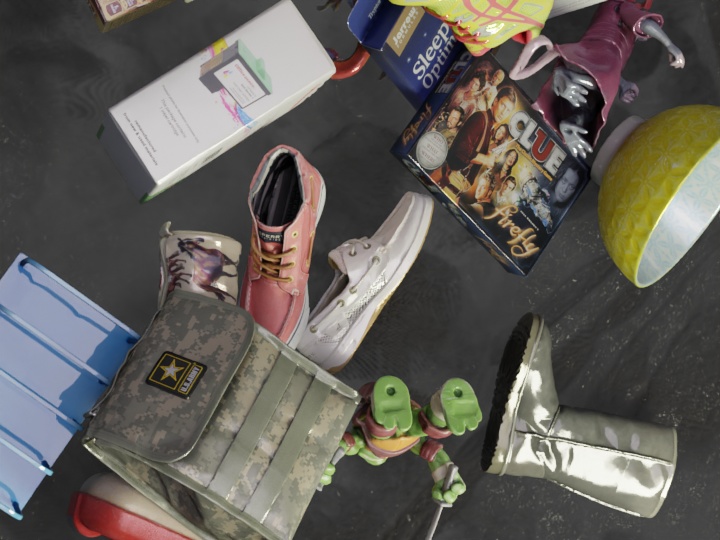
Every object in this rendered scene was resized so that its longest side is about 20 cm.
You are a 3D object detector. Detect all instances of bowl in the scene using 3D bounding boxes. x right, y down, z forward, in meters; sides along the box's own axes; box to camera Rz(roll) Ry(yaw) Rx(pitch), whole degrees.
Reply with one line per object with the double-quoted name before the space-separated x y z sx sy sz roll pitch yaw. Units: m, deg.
"bowl" 0.297 -0.094 1.499 0.107 0.201 0.200 37 77 22

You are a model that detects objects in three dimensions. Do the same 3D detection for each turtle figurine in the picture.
"turtle figurine" 0.033 0.184 1.373 0.143 0.194 0.201 32 60 1

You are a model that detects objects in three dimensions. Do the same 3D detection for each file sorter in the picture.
"file sorter" -0.305 0.104 1.331 0.138 0.123 0.201 36 80 -11

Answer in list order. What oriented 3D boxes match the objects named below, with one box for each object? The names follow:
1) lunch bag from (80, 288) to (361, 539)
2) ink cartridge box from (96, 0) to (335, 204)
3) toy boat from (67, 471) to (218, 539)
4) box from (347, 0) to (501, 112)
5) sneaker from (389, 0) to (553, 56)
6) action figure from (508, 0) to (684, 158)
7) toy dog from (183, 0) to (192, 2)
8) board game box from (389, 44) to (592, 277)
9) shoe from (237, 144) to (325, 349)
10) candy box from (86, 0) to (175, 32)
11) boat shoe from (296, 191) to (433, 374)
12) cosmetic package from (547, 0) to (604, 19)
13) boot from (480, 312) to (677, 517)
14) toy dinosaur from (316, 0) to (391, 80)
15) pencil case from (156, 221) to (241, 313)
"lunch bag" -0.125 0.130 1.289 0.199 0.117 0.165 35 60 -11
"ink cartridge box" -0.136 -0.155 1.375 0.199 0.145 0.084 -34 95 -14
"toy boat" -0.184 0.275 1.352 0.198 0.130 0.132 27 76 -13
"box" 0.067 -0.231 1.433 0.122 0.032 0.200 -60 143 -9
"sneaker" 0.104 -0.242 1.375 0.198 0.078 0.091 -3 118 -33
"action figure" 0.235 -0.215 1.489 0.148 0.134 0.201 33 58 -5
"toy dog" -0.064 -0.326 1.348 0.197 0.195 0.141 2 124 -8
"board game box" 0.135 -0.108 1.475 0.200 0.034 0.136 42 76 -31
"shoe" -0.082 -0.015 1.402 0.071 0.091 0.203 9 79 13
"candy box" -0.181 -0.322 1.413 0.198 0.055 0.116 -27 95 -15
"boat shoe" 0.000 0.000 1.448 0.069 0.071 0.201 33 81 -13
"cosmetic package" 0.174 -0.344 1.435 0.200 0.112 0.082 51 36 -43
"boot" 0.233 0.149 1.512 0.197 0.073 0.184 12 99 -9
"toy dinosaur" 0.004 -0.276 1.424 0.104 0.201 0.183 14 52 0
"pencil case" -0.161 0.059 1.395 0.089 0.077 0.203 7 87 -38
